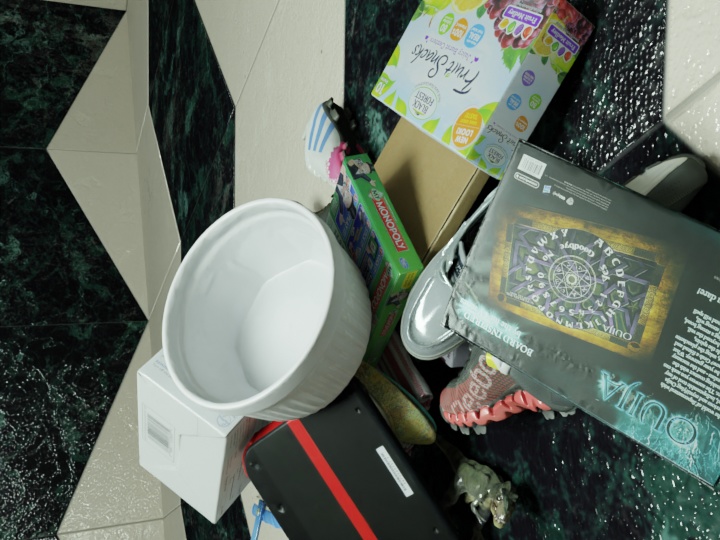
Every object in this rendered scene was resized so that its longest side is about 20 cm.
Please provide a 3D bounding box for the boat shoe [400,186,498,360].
[{"bbox_3d":[0.095,-0.008,0.638,0.070,0.071,0.202,42,104,17],"label":"boat shoe"}]

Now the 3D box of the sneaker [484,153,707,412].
[{"bbox_3d":[0.176,0.012,0.532,0.084,0.074,0.201,42,108,14],"label":"sneaker"}]

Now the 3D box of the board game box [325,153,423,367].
[{"bbox_3d":[0.000,0.000,0.783,0.137,0.028,0.201,64,155,25],"label":"board game box"}]

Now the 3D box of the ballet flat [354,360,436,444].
[{"bbox_3d":[-0.011,0.119,0.780,0.200,0.070,0.071,43,136,17],"label":"ballet flat"}]

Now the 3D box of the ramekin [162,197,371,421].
[{"bbox_3d":[-0.081,0.045,0.725,0.196,0.105,0.205,-15,61,28],"label":"ramekin"}]

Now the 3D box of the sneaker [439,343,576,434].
[{"bbox_3d":[0.123,0.080,0.653,0.100,0.070,0.200,65,149,7],"label":"sneaker"}]

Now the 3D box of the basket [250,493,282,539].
[{"bbox_3d":[-0.058,0.322,0.962,0.138,0.172,0.206,-3,77,64],"label":"basket"}]

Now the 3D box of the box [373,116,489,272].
[{"bbox_3d":[0.074,-0.115,0.751,0.203,0.021,0.164,-60,33,14],"label":"box"}]

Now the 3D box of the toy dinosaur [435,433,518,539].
[{"bbox_3d":[0.105,0.223,0.756,0.199,0.046,0.091,-156,71,-68],"label":"toy dinosaur"}]

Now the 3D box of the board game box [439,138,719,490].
[{"bbox_3d":[0.159,0.021,0.479,0.198,0.028,0.138,31,106,24],"label":"board game box"}]

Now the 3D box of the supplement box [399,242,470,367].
[{"bbox_3d":[0.077,0.006,0.789,0.200,0.059,0.112,-140,53,-60],"label":"supplement box"}]

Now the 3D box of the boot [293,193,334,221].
[{"bbox_3d":[-0.046,-0.077,1.061,0.200,0.076,0.141,48,130,38],"label":"boot"}]

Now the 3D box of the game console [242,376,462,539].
[{"bbox_3d":[-0.015,0.224,0.764,0.175,0.031,0.202,-35,90,25],"label":"game console"}]

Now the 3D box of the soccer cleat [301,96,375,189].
[{"bbox_3d":[-0.033,-0.141,1.007,0.086,0.069,0.203,-46,39,28],"label":"soccer cleat"}]

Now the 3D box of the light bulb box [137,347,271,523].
[{"bbox_3d":[-0.144,0.141,0.885,0.123,0.200,0.201,32,137,14],"label":"light bulb box"}]

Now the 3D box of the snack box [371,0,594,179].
[{"bbox_3d":[0.098,-0.185,0.688,0.144,0.052,0.200,-61,33,13],"label":"snack box"}]

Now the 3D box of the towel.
[{"bbox_3d":[0.028,0.133,0.872,0.148,0.029,0.202,59,153,33],"label":"towel"}]
